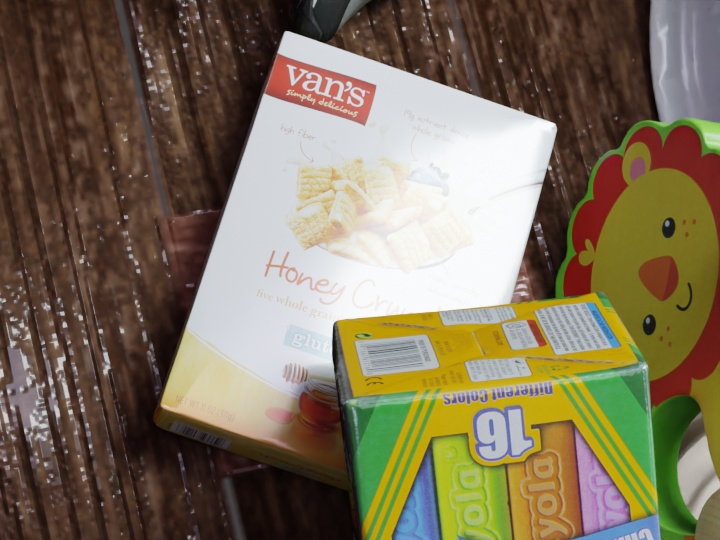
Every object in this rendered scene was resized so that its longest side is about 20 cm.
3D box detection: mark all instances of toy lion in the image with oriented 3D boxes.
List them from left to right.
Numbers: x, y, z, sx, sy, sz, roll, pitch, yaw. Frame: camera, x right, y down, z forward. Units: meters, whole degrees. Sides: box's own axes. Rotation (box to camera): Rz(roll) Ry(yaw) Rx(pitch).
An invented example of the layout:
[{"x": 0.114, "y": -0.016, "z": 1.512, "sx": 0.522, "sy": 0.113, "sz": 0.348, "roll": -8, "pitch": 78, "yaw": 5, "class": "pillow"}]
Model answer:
[{"x": 0.150, "y": 0.033, "z": 0.898, "sx": 0.069, "sy": 0.192, "sz": 0.200, "roll": 7, "pitch": 90, "yaw": -31, "class": "toy lion"}]

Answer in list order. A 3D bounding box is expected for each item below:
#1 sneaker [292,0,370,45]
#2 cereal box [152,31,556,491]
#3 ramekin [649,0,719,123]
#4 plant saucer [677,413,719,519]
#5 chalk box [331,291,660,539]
[{"x": 0.045, "y": -0.176, "z": 0.998, "sx": 0.079, "sy": 0.074, "sz": 0.200, "roll": 46, "pitch": 70, "yaw": 1, "class": "sneaker"}, {"x": 0.000, "y": 0.000, "z": 0.949, "sx": 0.144, "sy": 0.040, "sz": 0.200, "roll": 18, "pitch": 70, "yaw": -6, "class": "cereal box"}, {"x": 0.229, "y": -0.121, "z": 0.952, "sx": 0.105, "sy": 0.200, "sz": 0.200, "roll": -1, "pitch": 72, "yaw": -20, "class": "ramekin"}, {"x": 0.209, "y": 0.148, "z": 0.947, "sx": 0.200, "sy": 0.029, "sz": 0.200, "roll": 3, "pitch": 73, "yaw": -10, "class": "plant saucer"}, {"x": 0.060, "y": 0.124, "z": 0.849, "sx": 0.124, "sy": 0.125, "sz": 0.200, "roll": -7, "pitch": 105, "yaw": -1, "class": "chalk box"}]
